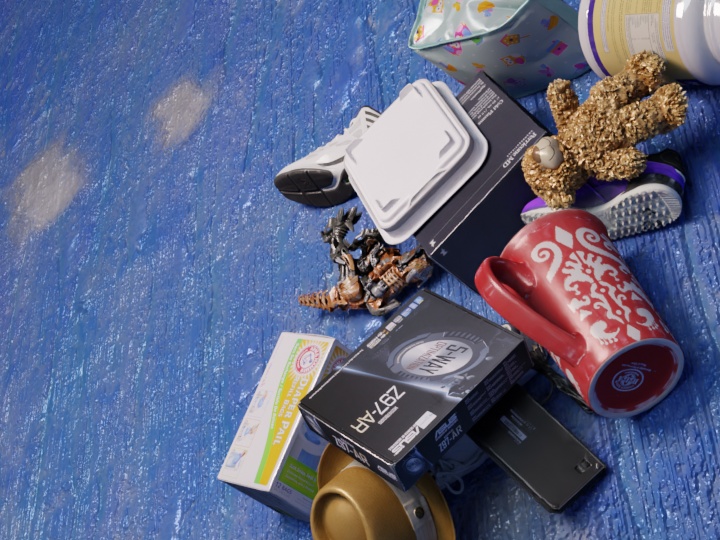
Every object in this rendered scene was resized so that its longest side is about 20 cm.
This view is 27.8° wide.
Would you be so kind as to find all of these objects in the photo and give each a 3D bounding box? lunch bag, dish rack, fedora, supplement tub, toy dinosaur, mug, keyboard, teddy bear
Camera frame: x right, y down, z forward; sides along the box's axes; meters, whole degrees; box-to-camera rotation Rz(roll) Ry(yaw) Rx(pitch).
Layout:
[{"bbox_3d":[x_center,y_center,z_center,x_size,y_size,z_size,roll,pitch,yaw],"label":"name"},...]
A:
[{"bbox_3d":[0.189,-0.298,1.792,0.200,0.170,0.122,-6,65,44],"label":"lunch bag"},{"bbox_3d":[0.055,-0.141,1.750,0.172,0.044,0.200,-44,38,12],"label":"dish rack"},{"bbox_3d":[0.008,0.273,1.535,0.200,0.082,0.201,18,118,37],"label":"fedora"},{"bbox_3d":[0.358,-0.278,1.614,0.200,0.145,0.146,9,69,50],"label":"supplement tub"},{"bbox_3d":[0.000,0.000,1.838,0.200,0.102,0.136,-14,66,14],"label":"toy dinosaur"},{"bbox_3d":[0.221,0.054,1.505,0.177,0.134,0.200,-17,43,-12],"label":"mug"},{"bbox_3d":[0.179,0.152,1.520,0.127,0.021,0.200,-40,59,-11],"label":"keyboard"},{"bbox_3d":[0.258,-0.154,1.572,0.200,0.067,0.145,-20,77,21],"label":"teddy bear"}]

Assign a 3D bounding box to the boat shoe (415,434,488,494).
[{"bbox_3d":[0.076,0.211,1.571,0.202,0.075,0.086,-38,5,23],"label":"boat shoe"}]

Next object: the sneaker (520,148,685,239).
[{"bbox_3d":[0.277,-0.089,1.628,0.200,0.070,0.100,-10,48,38],"label":"sneaker"}]

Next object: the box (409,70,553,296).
[{"bbox_3d":[0.145,-0.106,1.745,0.200,0.104,0.182,-47,36,10],"label":"box"}]

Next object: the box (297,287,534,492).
[{"bbox_3d":[0.057,0.120,1.524,0.200,0.044,0.160,-41,42,-20],"label":"box"}]

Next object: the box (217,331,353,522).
[{"bbox_3d":[-0.066,0.186,1.741,0.101,0.112,0.200,4,64,48],"label":"box"}]

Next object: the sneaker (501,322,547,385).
[{"bbox_3d":[0.115,0.132,1.619,0.200,0.071,0.073,-48,37,9],"label":"sneaker"}]

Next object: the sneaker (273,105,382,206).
[{"bbox_3d":[-0.022,-0.160,2.011,0.200,0.076,0.115,-11,45,33],"label":"sneaker"}]
